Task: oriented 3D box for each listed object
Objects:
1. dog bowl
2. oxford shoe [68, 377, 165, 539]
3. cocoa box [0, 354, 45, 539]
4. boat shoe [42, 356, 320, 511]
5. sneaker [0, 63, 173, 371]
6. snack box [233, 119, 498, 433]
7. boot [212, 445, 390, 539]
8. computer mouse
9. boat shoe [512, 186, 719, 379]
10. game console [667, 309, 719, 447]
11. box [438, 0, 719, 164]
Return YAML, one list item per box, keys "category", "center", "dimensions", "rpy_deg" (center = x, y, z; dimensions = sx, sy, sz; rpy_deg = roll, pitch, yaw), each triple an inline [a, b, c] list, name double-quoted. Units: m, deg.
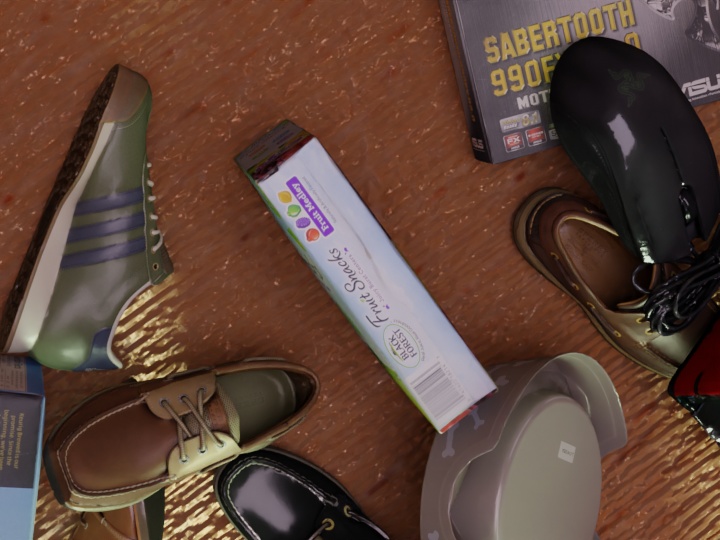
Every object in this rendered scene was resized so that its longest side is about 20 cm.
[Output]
- category: "dog bowl"
  center: [0.110, 0.152, 1.121]
  dimensions: [0.200, 0.058, 0.202]
  rpy_deg: [-12, 104, -54]
- category: "oxford shoe"
  center: [-0.166, 0.173, 1.114]
  dimensions: [0.071, 0.071, 0.202]
  rpy_deg: [-1, 92, 7]
- category: "cocoa box"
  center: [-0.273, 0.156, 1.052]
  dimensions: [0.130, 0.133, 0.202]
  rpy_deg: [6, 96, -13]
- category: "boat shoe"
  center: [-0.108, 0.094, 1.066]
  dimensions: [0.199, 0.074, 0.076]
  rpy_deg: [-20, 88, -43]
- category: "sneaker"
  center: [-0.161, -0.026, 1.093]
  dimensions: [0.089, 0.067, 0.201]
  rpy_deg: [22, 92, -21]
- category: "snack box"
  center: [0.000, 0.000, 1.085]
  dimensions: [0.053, 0.142, 0.201]
  rpy_deg: [-37, 103, -4]
- category: "boot"
  center: [-0.007, 0.202, 1.103]
  dimensions: [0.204, 0.154, 0.074]
  rpy_deg: [44, 87, -14]
- category: "computer mouse"
  center: [0.203, -0.070, 1.106]
  dimensions: [0.138, 0.053, 0.200]
  rpy_deg: [-41, 105, -20]
- category: "boat shoe"
  center: [0.193, 0.018, 1.167]
  dimensions: [0.200, 0.068, 0.072]
  rpy_deg: [38, 88, -14]
- category: "game console"
  center: [0.316, 0.037, 1.140]
  dimensions: [0.118, 0.172, 0.200]
  rpy_deg: [38, 80, -5]
- category: "box"
  center: [0.158, -0.175, 1.144]
  dimensions: [0.199, 0.048, 0.160]
  rpy_deg: [-15, 101, -10]
